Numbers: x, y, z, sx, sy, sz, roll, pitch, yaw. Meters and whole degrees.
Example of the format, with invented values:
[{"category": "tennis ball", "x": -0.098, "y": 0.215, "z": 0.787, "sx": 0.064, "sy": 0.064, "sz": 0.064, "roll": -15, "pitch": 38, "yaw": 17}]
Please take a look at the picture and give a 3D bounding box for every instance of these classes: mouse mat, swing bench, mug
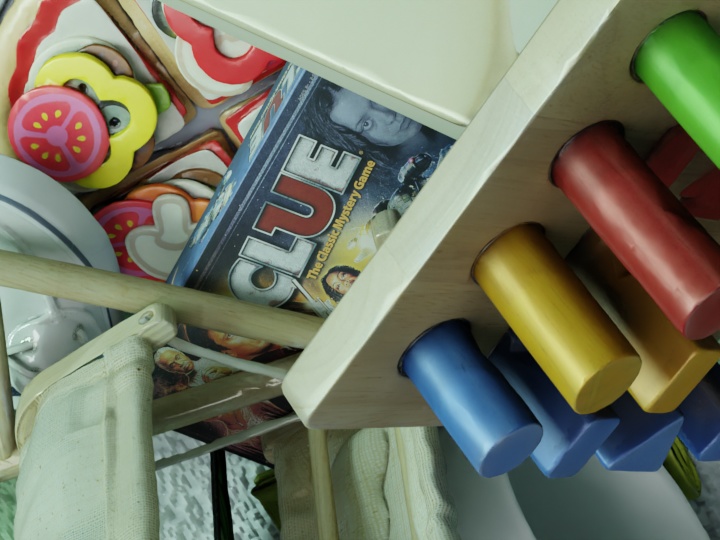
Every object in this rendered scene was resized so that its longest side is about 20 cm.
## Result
[{"category": "mouse mat", "x": -0.053, "y": 0.175, "z": 0.928, "sx": 0.007, "sy": 0.161, "sz": 0.201, "roll": -7, "pitch": 126, "yaw": -1}, {"category": "swing bench", "x": -0.065, "y": 0.091, "z": 0.771, "sx": 0.198, "sy": 0.200, "sz": 0.130, "roll": -2, "pitch": 128, "yaw": -4}, {"category": "mug", "x": 0.059, "y": 0.170, "z": 0.863, "sx": 0.175, "sy": 0.148, "sz": 0.200, "roll": -39, "pitch": 94, "yaw": 26}]

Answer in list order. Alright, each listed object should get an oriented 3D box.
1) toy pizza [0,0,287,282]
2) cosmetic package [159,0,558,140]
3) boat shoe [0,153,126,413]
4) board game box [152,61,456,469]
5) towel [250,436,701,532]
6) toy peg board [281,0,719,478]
[{"category": "toy pizza", "x": -0.063, "y": -0.060, "z": 0.861, "sx": 0.198, "sy": 0.032, "sz": 0.202, "roll": 0, "pitch": 120, "yaw": -1}, {"category": "cosmetic package", "x": 0.013, "y": -0.112, "z": 0.732, "sx": 0.199, "sy": 0.073, "sz": 0.104, "roll": 26, "pitch": 91, "yaw": 28}, {"category": "boat shoe", "x": -0.137, "y": 0.027, "z": 0.881, "sx": 0.073, "sy": 0.066, "sz": 0.200, "roll": 7, "pitch": 148, "yaw": 19}, {"category": "board game box", "x": 0.000, "y": 0.000, "z": 0.860, "sx": 0.135, "sy": 0.035, "sz": 0.201, "roll": 22, "pitch": 121, "yaw": -15}, {"category": "towel", "x": 0.049, "y": 0.097, "z": 0.945, "sx": 0.199, "sy": 0.018, "sz": 0.086, "roll": -24, "pitch": 105, "yaw": 28}, {"category": "toy peg board", "x": 0.114, "y": 0.004, "z": 0.676, "sx": 0.200, "sy": 0.199, "sz": 0.098, "roll": -54, "pitch": 55, "yaw": 26}]
